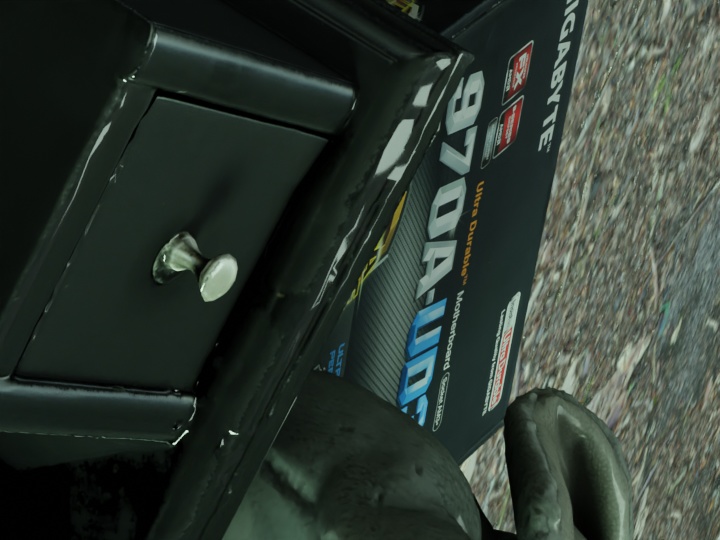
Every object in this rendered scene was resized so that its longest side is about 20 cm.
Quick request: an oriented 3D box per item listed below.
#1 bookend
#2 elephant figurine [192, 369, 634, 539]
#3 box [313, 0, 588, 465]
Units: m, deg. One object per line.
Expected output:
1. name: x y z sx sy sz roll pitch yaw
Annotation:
1. bookend: -0.099 0.007 0.578 0.198 0.092 0.201 11 109 -60
2. elephant figurine: 0.023 0.101 0.726 0.200 0.141 0.156 11 93 -55
3. box: 0.000 0.000 0.813 0.159 0.046 0.201 -39 147 -45
